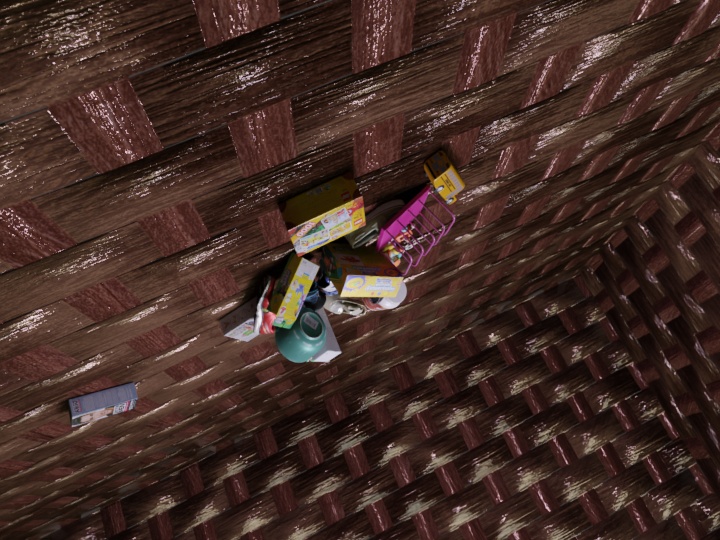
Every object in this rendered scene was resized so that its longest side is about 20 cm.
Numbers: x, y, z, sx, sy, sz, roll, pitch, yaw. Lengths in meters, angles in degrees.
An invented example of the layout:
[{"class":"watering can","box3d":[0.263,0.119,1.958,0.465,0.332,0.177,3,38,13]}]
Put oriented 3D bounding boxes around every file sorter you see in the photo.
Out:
[{"class":"file sorter","box3d":[0.157,-0.107,1.500,0.199,0.125,0.140,-43,169,-20]}]

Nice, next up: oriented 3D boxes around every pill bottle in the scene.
[{"class":"pill bottle","box3d":[0.085,0.080,1.861,0.109,0.116,0.199,-17,179,-21]}]

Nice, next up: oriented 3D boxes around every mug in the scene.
[{"class":"mug","box3d":[-0.192,0.198,1.656,0.181,0.156,0.114,-6,156,-43]}]

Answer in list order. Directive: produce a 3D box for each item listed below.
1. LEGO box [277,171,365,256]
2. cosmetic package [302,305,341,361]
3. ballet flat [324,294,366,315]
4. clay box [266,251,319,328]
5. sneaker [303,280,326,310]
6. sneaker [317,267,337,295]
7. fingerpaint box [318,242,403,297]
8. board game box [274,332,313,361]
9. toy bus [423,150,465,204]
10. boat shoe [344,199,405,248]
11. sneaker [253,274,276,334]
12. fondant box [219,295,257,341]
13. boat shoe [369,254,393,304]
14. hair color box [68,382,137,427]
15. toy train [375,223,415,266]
[{"class":"LEGO box","box3d":[-0.091,-0.136,1.299,0.194,0.079,0.150,-25,158,-5]},{"class":"cosmetic package","box3d":[-0.150,0.206,1.822,0.070,0.205,0.101,-32,158,18]},{"class":"ballet flat","box3d":[-0.060,0.127,1.882,0.194,0.071,0.070,10,142,-34]},{"class":"clay box","box3d":[-0.198,0.061,1.511,0.205,0.047,0.114,-65,155,-2]},{"class":"sneaker","box3d":[-0.156,0.078,1.704,0.081,0.075,0.198,-33,158,19]},{"class":"sneaker","box3d":[-0.061,0.011,1.660,0.196,0.083,0.114,-33,160,17]},{"class":"fingerpaint box","box3d":[0.000,0.000,1.526,0.194,0.168,0.075,2,123,-34]},{"class":"board game box","box3d":[-0.214,0.256,1.875,0.030,0.198,0.133,-58,152,7]},{"class":"toy bus","box3d":[0.232,-0.251,1.449,0.077,0.066,0.199,-35,157,14]},{"class":"boat shoe","box3d":[0.046,-0.130,1.497,0.195,0.063,0.072,-30,159,2]},{"class":"sneaker","box3d":[-0.265,0.101,1.548,0.082,0.078,0.205,7,124,-14]},{"class":"fondant box","box3d":[-0.327,0.144,1.673,0.196,0.060,0.144,-33,158,9]},{"class":"boat shoe","box3d":[0.056,0.040,1.717,0.060,0.074,0.203,-33,155,-40]},{"class":"hair color box","box3d":[-0.834,0.433,1.708,0.195,0.062,0.099,-10,153,-36]},{"class":"toy train","box3d":[0.129,-0.073,1.734,0.146,0.057,0.201,-28,158,1]}]
